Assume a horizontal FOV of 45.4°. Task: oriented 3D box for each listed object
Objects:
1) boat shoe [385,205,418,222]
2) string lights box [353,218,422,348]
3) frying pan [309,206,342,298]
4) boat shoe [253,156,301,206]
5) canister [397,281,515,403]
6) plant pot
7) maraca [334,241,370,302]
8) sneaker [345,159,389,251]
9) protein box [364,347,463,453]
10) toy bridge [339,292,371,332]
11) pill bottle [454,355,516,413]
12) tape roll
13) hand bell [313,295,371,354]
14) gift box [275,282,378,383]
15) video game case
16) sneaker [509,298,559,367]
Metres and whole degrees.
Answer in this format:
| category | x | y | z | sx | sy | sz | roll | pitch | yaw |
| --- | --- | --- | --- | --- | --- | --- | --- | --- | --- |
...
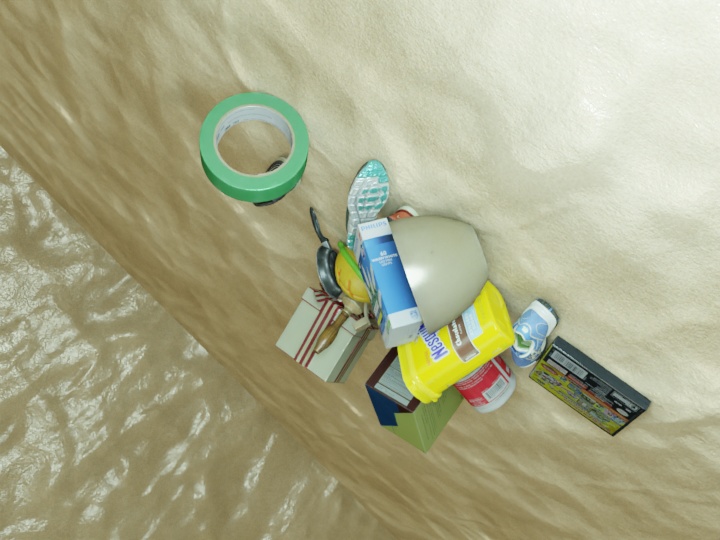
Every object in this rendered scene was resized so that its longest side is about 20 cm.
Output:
| category | x | y | z | sx | sy | sz | roll | pitch | yaw |
| --- | --- | --- | --- | --- | --- | --- | --- | --- | --- |
| boat shoe | 0.057 | -0.061 | 1.636 | 0.071 | 0.063 | 0.200 | 39 | 159 | -2 |
| string lights box | 0.046 | 0.023 | 1.522 | 0.103 | 0.058 | 0.203 | 102 | 152 | -65 |
| frying pan | -0.065 | -0.033 | 1.842 | 0.030 | 0.193 | 0.115 | -15 | 154 | 21 |
| boat shoe | -0.181 | -0.177 | 1.804 | 0.072 | 0.065 | 0.200 | 46 | 157 | -9 |
| canister | 0.168 | 0.122 | 1.529 | 0.199 | 0.150 | 0.086 | -37 | 126 | 23 |
| plant pot | 0.142 | -0.011 | 1.461 | 0.200 | 0.132 | 0.203 | -21 | -90 | -87 |
| maraca | 0.000 | 0.000 | 1.796 | 0.138 | 0.106 | 0.200 | 52 | -178 | -19 |
| sneaker | 0.003 | -0.132 | 1.581 | 0.076 | 0.092 | 0.202 | 1 | 136 | -14 |
| protein box | 0.134 | 0.251 | 1.899 | 0.134 | 0.201 | 0.200 | 26 | 154 | 29 |
| toy bridge | -0.022 | 0.036 | 1.888 | 0.202 | 0.066 | 0.027 | 63 | -179 | 27 |
| pill bottle | 0.220 | 0.185 | 1.755 | 0.200 | 0.113 | 0.112 | 49 | 156 | -17 |
| tape roll | -0.192 | -0.224 | 1.557 | 0.199 | 0.201 | 0.048 | 37 | 157 | 9 |
| hand bell | -0.040 | 0.105 | 1.915 | 0.103 | 0.201 | 0.105 | 33 | 158 | 16 |
| gift box | -0.070 | 0.149 | 2.044 | 0.183 | 0.189 | 0.200 | 32 | 180 | 13 |
| video game case | 0.422 | 0.219 | 1.607 | 0.199 | 0.026 | 0.181 | 35 | 157 | 12 |
| sneaker | 0.295 | 0.125 | 1.557 | 0.076 | 0.077 | 0.201 | 43 | 158 | 23 |
